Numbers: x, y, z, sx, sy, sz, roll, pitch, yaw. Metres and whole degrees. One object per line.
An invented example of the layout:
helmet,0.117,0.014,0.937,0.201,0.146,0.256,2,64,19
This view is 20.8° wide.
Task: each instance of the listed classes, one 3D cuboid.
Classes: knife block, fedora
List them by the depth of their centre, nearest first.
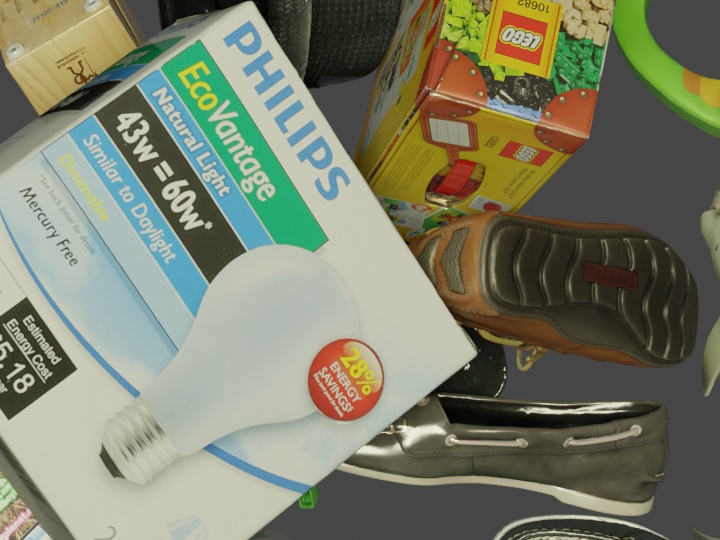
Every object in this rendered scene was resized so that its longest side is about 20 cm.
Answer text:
fedora,-0.038,-0.159,1.029,0.091,0.200,0.202,-1,84,-26
knife block,-0.131,-0.085,1.073,0.064,0.176,0.200,-29,38,1

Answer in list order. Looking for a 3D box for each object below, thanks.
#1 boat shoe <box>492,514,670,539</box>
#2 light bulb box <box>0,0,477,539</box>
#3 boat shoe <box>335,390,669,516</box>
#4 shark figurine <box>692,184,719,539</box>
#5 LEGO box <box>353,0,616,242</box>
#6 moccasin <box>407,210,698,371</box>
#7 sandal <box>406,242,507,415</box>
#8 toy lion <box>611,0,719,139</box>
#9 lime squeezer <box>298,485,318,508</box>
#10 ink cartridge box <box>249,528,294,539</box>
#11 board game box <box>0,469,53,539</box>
boat shoe,0.162,0.174,1.016,0.199,0.060,0.076,13,84,5
light bulb box,-0.091,0.015,0.892,0.200,0.125,0.199,-38,105,-16
boat shoe,0.064,0.080,1.018,0.199,0.067,0.057,10,106,-9
shark figurine,0.221,0.061,0.985,0.089,0.128,0.216,-3,91,-4
LEGO box,0.060,-0.109,0.961,0.077,0.200,0.150,15,73,-7
moccasin,0.099,0.013,0.987,0.078,0.201,0.074,-3,85,45
sandal,-0.001,0.000,1.052,0.075,0.048,0.201,-42,84,1
toy lion,0.204,-0.183,1.049,0.191,0.069,0.200,37,89,14
lime squeezer,-0.057,0.027,1.035,0.038,0.071,0.201,3,129,37
ink cartridge box,-0.073,0.237,0.988,0.084,0.146,0.200,33,88,8
board game box,-0.163,0.074,0.984,0.159,0.097,0.200,-45,107,-14
